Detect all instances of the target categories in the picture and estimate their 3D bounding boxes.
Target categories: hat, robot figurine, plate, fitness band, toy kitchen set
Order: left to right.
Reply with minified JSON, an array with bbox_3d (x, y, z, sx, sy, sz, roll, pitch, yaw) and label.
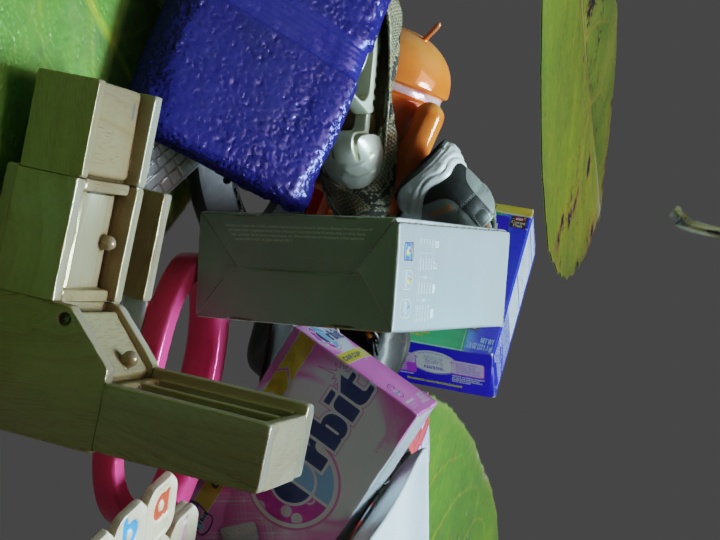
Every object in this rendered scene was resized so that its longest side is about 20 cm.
[{"bbox_3d":[-0.136,0.085,1.040,0.144,0.037,0.201,45,56,-71],"label":"fitness band"},{"bbox_3d":[-0.099,0.004,0.867,0.163,0.180,0.201,3,99,-75],"label":"toy kitchen set"},{"bbox_3d":[-0.043,0.052,1.238,0.200,0.081,0.201,-17,112,-50],"label":"hat"},{"bbox_3d":[0.006,-0.125,1.257,0.144,0.116,0.201,-85,-164,-84],"label":"robot figurine"},{"bbox_3d":[0.012,0.262,1.123,0.200,0.032,0.200,-47,139,-63],"label":"plate"}]

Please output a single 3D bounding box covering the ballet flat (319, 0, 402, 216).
[{"bbox_3d":[-0.004,-0.130,1.159,0.075,0.068,0.201,-10,104,-79],"label":"ballet flat"}]

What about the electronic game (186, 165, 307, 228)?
[{"bbox_3d":[-0.082,-0.100,1.124,0.200,0.041,0.201,1,90,-68],"label":"electronic game"}]

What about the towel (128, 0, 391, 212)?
[{"bbox_3d":[-0.066,-0.154,0.980,0.147,0.050,0.200,28,73,-26],"label":"towel"}]

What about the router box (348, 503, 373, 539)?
[{"bbox_3d":[-0.054,0.312,1.236,0.200,0.049,0.180,-53,-173,42],"label":"router box"}]

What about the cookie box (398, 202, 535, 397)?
[{"bbox_3d":[0.077,0.017,1.506,0.075,0.171,0.200,84,20,-48],"label":"cookie box"}]

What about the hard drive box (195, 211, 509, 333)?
[{"bbox_3d":[0.000,0.000,1.067,0.200,0.155,0.077,0,93,-62],"label":"hard drive box"}]

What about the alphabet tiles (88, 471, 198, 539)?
[{"bbox_3d":[-0.167,0.239,0.987,0.200,0.015,0.196,-40,145,-58],"label":"alphabet tiles"}]

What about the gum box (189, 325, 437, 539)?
[{"bbox_3d":[-0.046,0.152,1.117,0.200,0.113,0.066,-58,168,12],"label":"gum box"}]

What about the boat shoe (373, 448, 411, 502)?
[{"bbox_3d":[-0.003,0.180,1.348,0.200,0.075,0.074,-123,-141,-59],"label":"boat shoe"}]

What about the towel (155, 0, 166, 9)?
[{"bbox_3d":[-0.073,-0.220,1.061,0.193,0.034,0.200,46,52,-46],"label":"towel"}]

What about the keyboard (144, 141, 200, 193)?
[{"bbox_3d":[-0.085,-0.126,1.010,0.200,0.011,0.056,-46,134,-24],"label":"keyboard"}]

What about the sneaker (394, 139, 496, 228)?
[{"bbox_3d":[0.073,-0.038,1.222,0.074,0.079,0.200,-44,170,-7],"label":"sneaker"}]

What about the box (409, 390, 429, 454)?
[{"bbox_3d":[-0.001,0.212,1.458,0.200,0.094,0.103,-62,155,-49],"label":"box"}]
